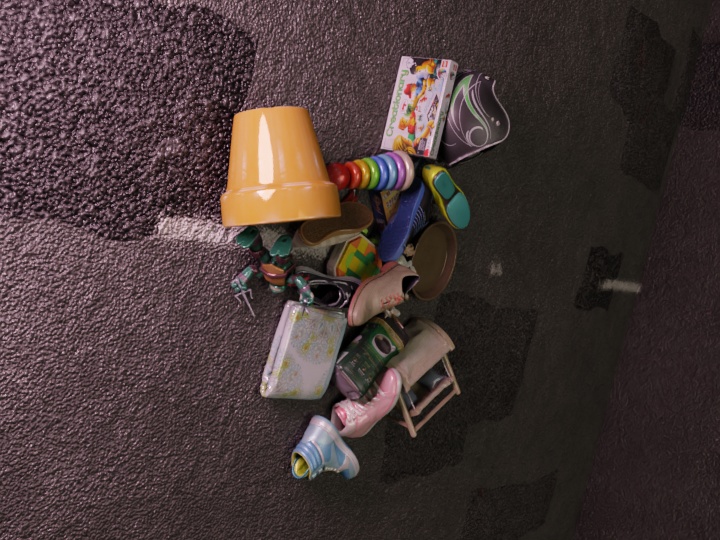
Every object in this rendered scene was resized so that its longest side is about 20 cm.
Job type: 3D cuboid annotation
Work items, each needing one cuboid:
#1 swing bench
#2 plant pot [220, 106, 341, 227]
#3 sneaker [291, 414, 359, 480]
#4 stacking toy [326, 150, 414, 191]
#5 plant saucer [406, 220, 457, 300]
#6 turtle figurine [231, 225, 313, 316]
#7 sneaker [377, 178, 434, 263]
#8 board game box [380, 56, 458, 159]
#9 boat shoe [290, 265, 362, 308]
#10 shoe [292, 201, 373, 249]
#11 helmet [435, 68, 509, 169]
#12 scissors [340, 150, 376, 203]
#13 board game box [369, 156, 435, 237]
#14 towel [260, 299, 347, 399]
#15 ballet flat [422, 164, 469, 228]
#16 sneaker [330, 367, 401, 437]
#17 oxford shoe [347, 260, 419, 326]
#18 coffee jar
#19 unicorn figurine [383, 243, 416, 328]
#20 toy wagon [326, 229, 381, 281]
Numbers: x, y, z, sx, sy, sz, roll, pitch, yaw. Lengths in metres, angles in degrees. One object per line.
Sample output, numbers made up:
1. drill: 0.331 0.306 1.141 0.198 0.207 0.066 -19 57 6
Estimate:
1. swing bench: 0.130 0.250 1.772 0.199 0.129 0.201 -35 129 -38
2. plant pot: -0.139 -0.172 1.232 0.200 0.200 0.184 -10 96 -50
3. sneaker: -0.085 0.424 1.610 0.131 0.079 0.200 -51 128 -29
4. stacking toy: 0.010 -0.193 1.486 0.199 0.085 0.086 -12 113 -35
5. plant saucer: 0.172 -0.025 1.802 0.200 0.029 0.201 -24 122 -45
6. turtle figurine: -0.158 0.006 1.327 0.200 0.149 0.101 85 6 -53
7. sneaker: 0.107 -0.098 1.600 0.078 0.070 0.201 36 75 -46
8. board game box: 0.122 -0.341 1.536 0.035 0.126 0.201 6 98 -53
9. boat shoe: -0.051 0.046 1.469 0.200 0.068 0.072 21 109 -38
10. shoe: -0.057 -0.087 1.460 0.200 0.053 0.070 -22 77 -41
11. helmet: 0.217 -0.338 1.607 0.200 0.200 0.191 -24 90 -45
12. scissors: -0.009 -0.160 1.535 0.200 0.014 0.073 -55 137 -24
13. board game box: 0.104 -0.172 1.653 0.200 0.035 0.136 -42 134 -34
14. towel: -0.115 0.165 1.498 0.171 0.048 0.201 16 91 -50
15. ballet flat: 0.193 -0.174 1.681 0.067 0.067 0.200 -47 138 -7
16. sneaker: 0.007 0.299 1.641 0.104 0.075 0.200 11 122 -47
17. oxford shoe: 0.047 0.049 1.488 0.200 0.075 0.071 -46 141 -37
18. coffee jar: 0.019 0.183 1.628 0.104 0.085 0.200 51 58 -8
19. unicorn figurine: 0.078 0.034 1.656 0.137 0.074 0.201 17 70 -68
20. toy wagon: 0.000 0.000 1.583 0.200 0.039 0.156 38 73 -51
